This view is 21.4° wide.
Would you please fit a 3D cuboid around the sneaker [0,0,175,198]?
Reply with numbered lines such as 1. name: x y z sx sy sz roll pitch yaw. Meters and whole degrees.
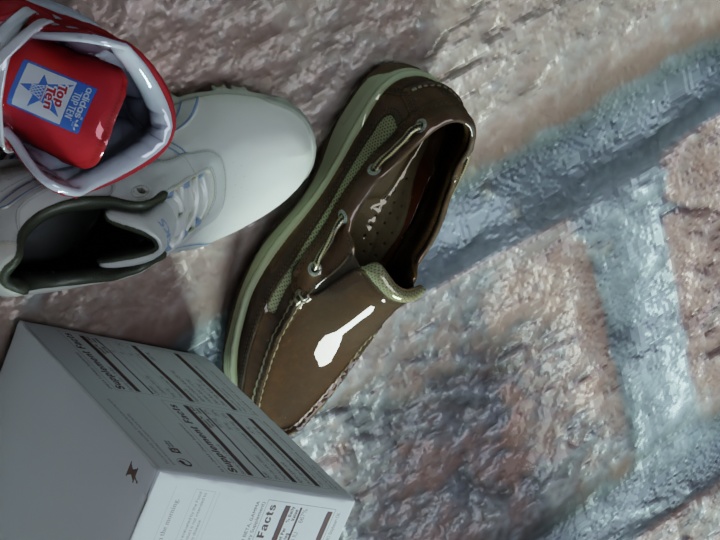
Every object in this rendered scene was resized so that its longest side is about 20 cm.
1. sneaker: -0.167 -0.086 0.771 0.199 0.112 0.072 9 107 -36

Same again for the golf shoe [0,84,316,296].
1. golf shoe: -0.095 -0.025 0.861 0.199 0.097 0.079 -19 120 -27

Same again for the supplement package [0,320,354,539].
1. supplement package: -0.119 0.151 0.893 0.111 0.156 0.201 14 104 -38

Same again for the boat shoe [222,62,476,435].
1. boat shoe: -0.005 -0.002 0.945 0.074 0.075 0.203 14 104 -37
